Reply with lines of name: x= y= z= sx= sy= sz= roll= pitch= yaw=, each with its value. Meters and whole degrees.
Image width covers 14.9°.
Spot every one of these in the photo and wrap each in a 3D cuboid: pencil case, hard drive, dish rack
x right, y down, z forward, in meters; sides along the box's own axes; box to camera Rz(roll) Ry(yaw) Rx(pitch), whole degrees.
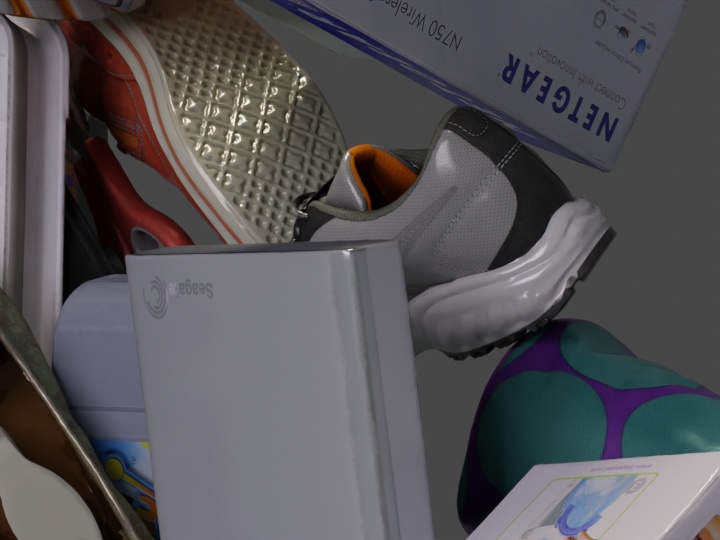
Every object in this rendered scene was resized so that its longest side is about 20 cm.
pencil case: x=0.126 y=0.082 z=0.873 sx=0.200 sy=0.085 sz=0.092 roll=23 pitch=50 yaw=38
hard drive: x=-0.021 y=0.092 z=0.870 sx=0.132 sy=0.026 sz=0.200 roll=-1 pitch=98 yaw=55
dish rack: x=-0.193 y=-0.006 z=1.035 sx=0.171 sy=0.044 sz=0.200 roll=-11 pitch=67 yaw=21

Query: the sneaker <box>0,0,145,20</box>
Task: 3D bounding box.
sneaker: x=-0.089 y=-0.156 z=1.071 sx=0.200 sy=0.078 sz=0.077 roll=-32 pitch=30 yaw=-31

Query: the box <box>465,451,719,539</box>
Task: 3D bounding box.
box: x=0.045 y=0.157 z=0.767 sx=0.200 sy=0.113 sz=0.101 roll=-43 pitch=16 yaw=-27

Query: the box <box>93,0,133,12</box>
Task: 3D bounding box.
box: x=-0.108 y=-0.151 z=0.895 sx=0.116 sy=0.200 sz=0.060 roll=19 pitch=80 yaw=-7

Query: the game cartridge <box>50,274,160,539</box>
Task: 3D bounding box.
game cartridge: x=-0.045 y=0.100 z=0.961 sx=0.133 sy=0.040 sz=0.200 roll=0 pitch=105 yaw=39

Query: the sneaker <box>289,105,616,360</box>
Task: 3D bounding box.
sneaker: x=0.000 y=0.000 z=0.964 sx=0.200 sy=0.079 sz=0.074 roll=-29 pitch=14 yaw=44

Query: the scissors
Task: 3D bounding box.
scissors: x=-0.111 y=-0.046 z=1.083 sx=0.200 sy=0.014 sz=0.073 roll=57 pitch=152 yaw=22

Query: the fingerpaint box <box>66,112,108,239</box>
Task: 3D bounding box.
fingerpaint box: x=-0.196 y=0.034 z=1.120 sx=0.200 sy=0.073 sz=0.167 roll=-18 pitch=65 yaw=28

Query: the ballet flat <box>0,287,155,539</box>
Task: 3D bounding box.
ballet flat: x=-0.128 y=0.049 z=0.937 sx=0.067 sy=0.062 sz=0.200 roll=-40 pitch=84 yaw=-9

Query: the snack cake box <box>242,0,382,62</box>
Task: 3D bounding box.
snack cake box: x=0.011 y=-0.187 z=1.023 sx=0.067 sy=0.115 sz=0.200 roll=13 pitch=83 yaw=38

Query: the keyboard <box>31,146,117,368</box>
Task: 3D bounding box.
keyboard: x=-0.166 y=-0.004 z=1.057 sx=0.127 sy=0.021 sz=0.200 roll=-38 pitch=57 yaw=8

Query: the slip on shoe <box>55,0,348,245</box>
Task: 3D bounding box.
slip on shoe: x=-0.066 y=-0.064 z=1.076 sx=0.200 sy=0.074 sz=0.061 roll=51 pitch=140 yaw=29

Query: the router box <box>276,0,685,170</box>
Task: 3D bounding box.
router box: x=0.052 y=-0.149 z=0.919 sx=0.049 sy=0.200 sz=0.180 roll=24 pitch=90 yaw=39
